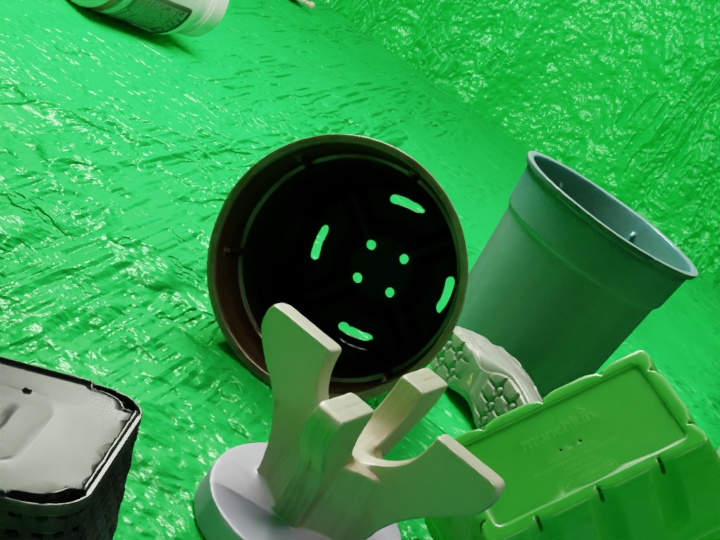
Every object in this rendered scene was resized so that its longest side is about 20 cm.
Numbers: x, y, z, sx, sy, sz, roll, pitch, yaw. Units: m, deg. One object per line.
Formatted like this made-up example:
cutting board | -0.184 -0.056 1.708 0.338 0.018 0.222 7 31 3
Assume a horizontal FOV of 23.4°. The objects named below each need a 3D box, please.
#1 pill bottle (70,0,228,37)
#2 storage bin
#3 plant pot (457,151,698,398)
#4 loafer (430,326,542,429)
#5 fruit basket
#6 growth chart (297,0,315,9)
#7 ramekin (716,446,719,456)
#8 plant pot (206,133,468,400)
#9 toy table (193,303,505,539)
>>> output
pill bottle | -0.250 -0.341 2.026 0.116 0.116 0.200 44 16 31
storage bin | -0.201 0.087 0.695 0.200 0.094 0.135 16 15 1
plant pot | 0.189 0.021 1.688 0.200 0.196 0.200 32 16 -10
loafer | 0.129 0.112 1.522 0.070 0.070 0.200 16 21 -29
fruit basket | 0.160 0.183 1.187 0.215 0.216 0.156 22 26 -40
growth chart | -0.158 -0.508 2.964 0.145 0.018 0.200 28 15 -23
ramekin | 0.406 0.243 1.653 0.200 0.105 0.200 33 15 -10
plant pot | 0.000 0.000 1.385 0.200 0.200 0.198 37 6 9
toy table | -0.013 0.120 1.088 0.184 0.117 0.200 36 15 4
